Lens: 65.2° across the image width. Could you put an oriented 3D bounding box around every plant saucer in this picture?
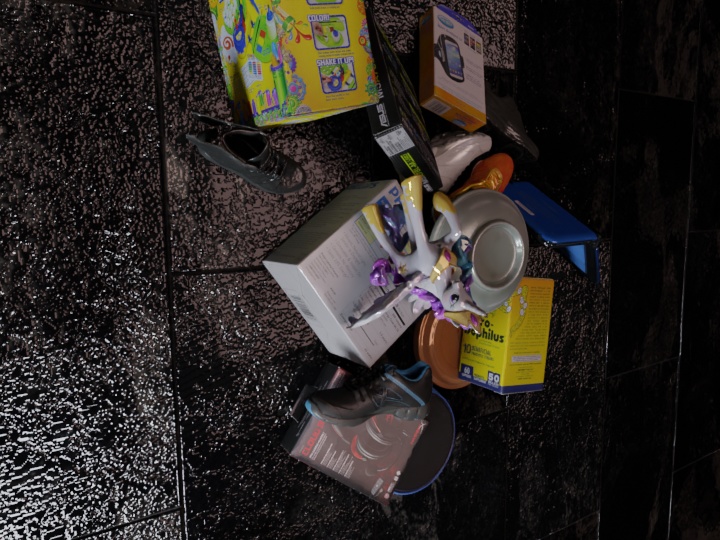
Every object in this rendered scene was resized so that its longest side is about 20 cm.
[{"bbox_3d":[0.196,-0.025,0.865,0.200,0.050,0.201,-5,101,-27],"label":"plant saucer"},{"bbox_3d":[0.185,0.122,1.044,0.200,0.032,0.201,-5,99,-33],"label":"plant saucer"}]

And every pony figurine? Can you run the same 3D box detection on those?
[{"bbox_3d":[0.071,-0.002,0.732,0.166,0.193,0.200,-16,85,-33],"label":"pony figurine"}]

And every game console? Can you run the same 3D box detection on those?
[{"bbox_3d":[0.324,-0.065,1.012,0.170,0.200,0.119,-6,128,-25],"label":"game console"}]

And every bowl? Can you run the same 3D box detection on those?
[{"bbox_3d":[0.087,0.298,0.997,0.200,0.039,0.201,-4,98,-33],"label":"bowl"}]

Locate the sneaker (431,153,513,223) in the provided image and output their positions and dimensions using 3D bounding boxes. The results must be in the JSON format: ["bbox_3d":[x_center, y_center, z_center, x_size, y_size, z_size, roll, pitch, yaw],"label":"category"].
[{"bbox_3d":[0.202,-0.130,0.926,0.200,0.077,0.073,-44,107,-28],"label":"sneaker"}]

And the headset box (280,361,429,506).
[{"bbox_3d":[-0.016,0.248,0.879,0.200,0.075,0.149,34,77,-15],"label":"headset box"}]

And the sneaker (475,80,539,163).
[{"bbox_3d":[0.267,-0.269,1.028,0.200,0.076,0.091,32,72,-34],"label":"sneaker"}]

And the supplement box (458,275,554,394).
[{"bbox_3d":[0.259,0.107,1.007,0.109,0.109,0.201,3,93,-33],"label":"supplement box"}]

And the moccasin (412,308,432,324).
[{"bbox_3d":[0.140,0.027,0.966,0.200,0.080,0.068,-42,137,-7],"label":"moccasin"}]

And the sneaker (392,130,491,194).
[{"bbox_3d":[0.143,-0.178,0.964,0.200,0.078,0.100,-23,117,-22],"label":"sneaker"}]

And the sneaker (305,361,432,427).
[{"bbox_3d":[0.015,0.170,0.810,0.200,0.073,0.082,1,107,-30],"label":"sneaker"}]

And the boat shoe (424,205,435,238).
[{"bbox_3d":[0.147,-0.090,0.975,0.201,0.072,0.066,-28,102,-30],"label":"boat shoe"}]

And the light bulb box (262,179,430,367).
[{"bbox_3d":[0.000,0.000,0.852,0.200,0.125,0.198,-43,116,-22],"label":"light bulb box"}]

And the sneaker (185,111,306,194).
[{"bbox_3d":[-0.143,-0.152,0.753,0.200,0.104,0.060,20,86,-33],"label":"sneaker"}]

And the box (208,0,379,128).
[{"bbox_3d":[-0.092,-0.288,0.710,0.122,0.200,0.193,-17,106,-27],"label":"box"}]

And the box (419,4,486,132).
[{"bbox_3d":[0.152,-0.341,0.933,0.119,0.041,0.200,17,64,-33],"label":"box"}]

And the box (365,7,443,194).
[{"bbox_3d":[0.052,-0.230,0.801,0.200,0.047,0.194,33,39,-63],"label":"box"}]
